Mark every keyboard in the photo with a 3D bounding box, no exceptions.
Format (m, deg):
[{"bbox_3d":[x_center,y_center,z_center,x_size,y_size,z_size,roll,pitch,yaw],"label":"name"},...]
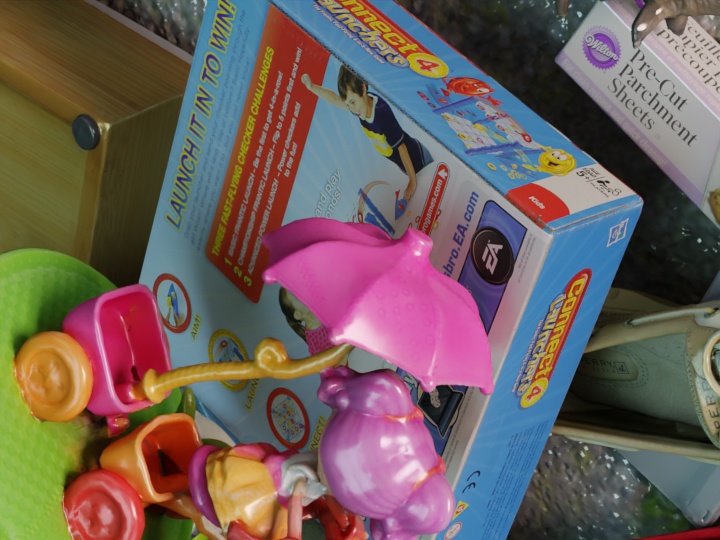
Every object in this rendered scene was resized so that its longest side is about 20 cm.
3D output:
[{"bbox_3d":[0.153,0.040,0.840,0.056,0.011,0.200,48,148,20],"label":"keyboard"}]

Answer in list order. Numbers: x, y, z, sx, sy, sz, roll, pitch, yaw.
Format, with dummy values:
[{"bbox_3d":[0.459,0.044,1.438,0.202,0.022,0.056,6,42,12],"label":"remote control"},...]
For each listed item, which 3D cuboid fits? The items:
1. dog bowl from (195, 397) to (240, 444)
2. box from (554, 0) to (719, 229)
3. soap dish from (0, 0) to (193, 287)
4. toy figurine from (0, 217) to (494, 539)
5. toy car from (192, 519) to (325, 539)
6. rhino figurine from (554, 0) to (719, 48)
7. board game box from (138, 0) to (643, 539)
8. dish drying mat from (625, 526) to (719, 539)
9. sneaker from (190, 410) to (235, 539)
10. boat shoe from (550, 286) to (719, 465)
[{"bbox_3d":[-0.032,0.008,0.981,0.111,0.050,0.201,22,123,30],"label":"dog bowl"},{"bbox_3d":[0.161,-0.031,0.812,0.200,0.039,0.041,48,133,11],"label":"box"},{"bbox_3d":[-0.167,-0.065,1.035,0.200,0.081,0.158,32,127,25],"label":"soap dish"},{"bbox_3d":[-0.033,0.062,0.769,0.183,0.150,0.201,-19,89,30],"label":"toy figurine"},{"bbox_3d":[-0.034,0.217,0.952,0.164,0.158,0.200,30,153,34],"label":"toy car"},{"bbox_3d":[0.146,-0.140,0.745,0.200,0.060,0.088,-30,90,34],"label":"rhino figurine"},{"bbox_3d":[0.000,0.000,0.856,0.196,0.056,0.201,43,132,30],"label":"board game box"},{"bbox_3d":[0.144,0.206,0.922,0.018,0.076,0.201,-123,28,-64],"label":"dish drying mat"},{"bbox_3d":[-0.131,0.058,0.933,0.199,0.070,0.094,24,151,50],"label":"sneaker"},{"bbox_3d":[0.127,0.045,0.808,0.200,0.063,0.074,9,123,54],"label":"boat shoe"}]
